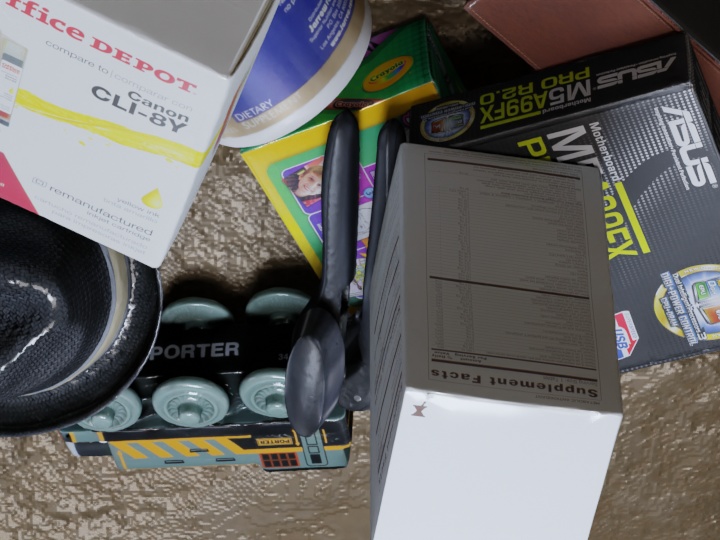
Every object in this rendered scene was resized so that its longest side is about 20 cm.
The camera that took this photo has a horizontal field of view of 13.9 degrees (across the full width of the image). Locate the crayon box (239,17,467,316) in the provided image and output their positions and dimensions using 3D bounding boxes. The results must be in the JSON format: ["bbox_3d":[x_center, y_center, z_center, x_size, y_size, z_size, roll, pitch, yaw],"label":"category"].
[{"bbox_3d":[0.025,-0.037,1.687,0.118,0.058,0.200,-20,130,14],"label":"crayon box"}]

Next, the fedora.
[{"bbox_3d":[-0.215,0.020,1.660,0.200,0.092,0.202,5,109,14],"label":"fedora"}]

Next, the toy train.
[{"bbox_3d":[-0.092,0.074,1.766,0.199,0.086,0.114,-4,142,7],"label":"toy train"}]

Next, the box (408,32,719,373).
[{"bbox_3d":[0.132,-0.026,1.625,0.159,0.044,0.200,-13,133,15],"label":"box"}]

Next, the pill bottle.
[{"bbox_3d":[-0.092,-0.167,1.526,0.115,0.116,0.200,-27,127,20],"label":"pill bottle"}]

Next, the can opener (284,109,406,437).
[{"bbox_3d":[0.000,0.000,1.640,0.063,0.079,0.201,11,123,-1],"label":"can opener"}]

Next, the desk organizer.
[{"bbox_3d":[0.147,-0.128,1.604,0.077,0.072,0.200,-34,125,28],"label":"desk organizer"}]

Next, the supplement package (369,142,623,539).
[{"bbox_3d":[0.065,0.042,1.518,0.113,0.200,0.110,7,128,-5],"label":"supplement package"}]

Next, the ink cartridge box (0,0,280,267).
[{"bbox_3d":[-0.131,-0.105,1.453,0.145,0.084,0.200,25,149,-1],"label":"ink cartridge box"}]
